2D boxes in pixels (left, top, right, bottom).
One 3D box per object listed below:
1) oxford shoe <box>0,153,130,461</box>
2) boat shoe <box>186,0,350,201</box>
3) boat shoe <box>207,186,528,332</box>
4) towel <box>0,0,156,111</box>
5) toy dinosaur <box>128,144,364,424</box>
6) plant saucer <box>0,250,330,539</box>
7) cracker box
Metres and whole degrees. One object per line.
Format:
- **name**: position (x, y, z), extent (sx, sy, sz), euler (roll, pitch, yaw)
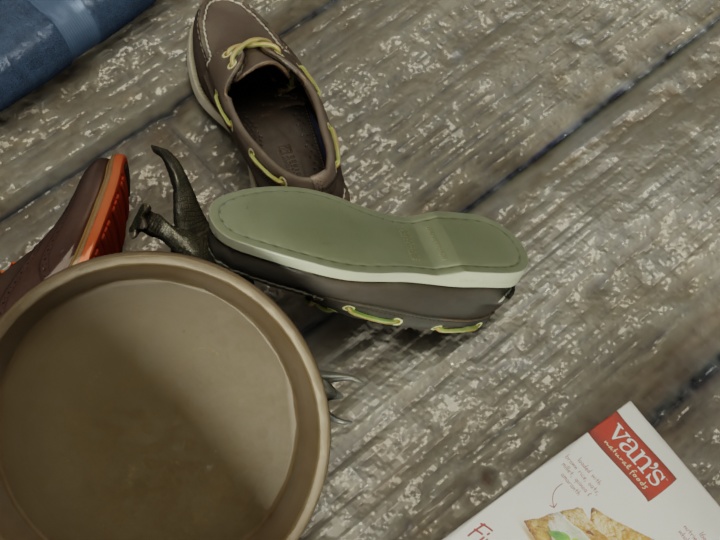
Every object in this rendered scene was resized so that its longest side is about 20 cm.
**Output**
- **oxford shoe**: position (-0.189, 0.011, 0.952), extent (0.072, 0.071, 0.202), euler (17, 61, 8)
- **boat shoe**: position (-0.059, -0.107, 1.029), extent (0.071, 0.060, 0.201), euler (-13, 55, -15)
- **boat shoe**: position (0.000, 0.000, 0.956), extent (0.199, 0.061, 0.072), euler (7, 40, -24)
- **towel**: position (-0.219, -0.169, 1.059), extent (0.111, 0.049, 0.200), euler (42, 63, 15)
- **toy dinosaur**: position (-0.090, 0.018, 0.962), extent (0.077, 0.102, 0.201), euler (-44, 55, 16)
- **plant saucer**: position (-0.115, 0.088, 0.885), extent (0.197, 0.029, 0.203), euler (-1, 99, -6)
- **cracker box**: position (0.114, 0.183, 0.904), extent (0.199, 0.058, 0.134), euler (-33, 70, -23)
